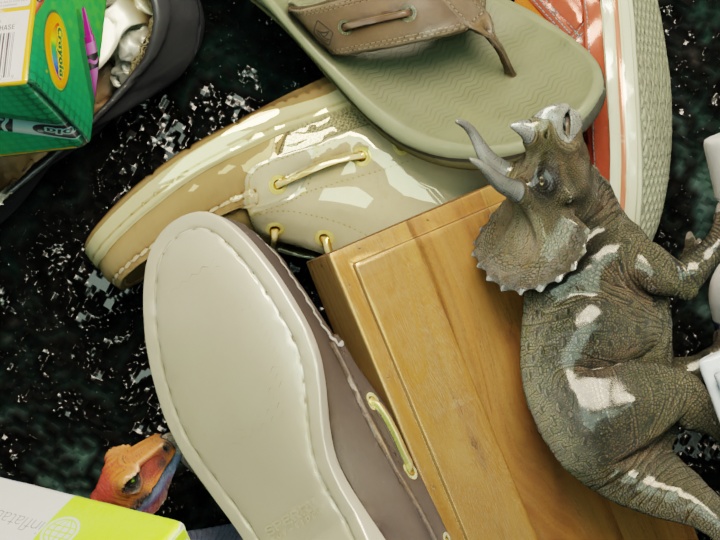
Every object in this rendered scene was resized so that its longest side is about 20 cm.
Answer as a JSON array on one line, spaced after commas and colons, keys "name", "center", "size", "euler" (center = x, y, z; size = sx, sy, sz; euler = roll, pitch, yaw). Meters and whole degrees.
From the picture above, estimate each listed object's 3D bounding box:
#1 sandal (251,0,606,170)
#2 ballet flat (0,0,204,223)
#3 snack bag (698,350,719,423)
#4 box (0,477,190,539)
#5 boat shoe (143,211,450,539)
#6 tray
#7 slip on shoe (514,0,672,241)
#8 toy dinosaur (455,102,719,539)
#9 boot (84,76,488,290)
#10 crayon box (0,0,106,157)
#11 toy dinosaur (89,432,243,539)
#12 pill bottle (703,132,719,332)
[{"name": "sandal", "center": [0.008, -0.111, 0.847], "size": [0.201, 0.057, 0.080], "euler": [37, 72, 15]}, {"name": "ballet flat", "center": [-0.155, -0.066, 0.907], "size": [0.200, 0.073, 0.073], "euler": [-37, 87, 3]}, {"name": "snack bag", "center": [0.244, 0.080, 0.784], "size": [0.200, 0.021, 0.189], "euler": [-24, 96, -10]}, {"name": "box", "center": [-0.135, 0.141, 0.850], "size": [0.200, 0.048, 0.122], "euler": [8, 133, 38]}, {"name": "boat shoe", "center": [-0.018, 0.069, 0.798], "size": [0.072, 0.060, 0.200], "euler": [-30, 84, 29]}, {"name": "tray", "center": [0.064, 0.069, 0.835], "size": [0.099, 0.037, 0.200], "euler": [-23, 93, -18]}, {"name": "slip on shoe", "center": [0.092, -0.103, 0.894], "size": [0.061, 0.074, 0.200], "euler": [-12, 86, 19]}, {"name": "toy dinosaur", "center": [0.098, 0.032, 0.804], "size": [0.102, 0.077, 0.200], "euler": [-12, 93, -10]}, {"name": "boot", "center": [0.000, 0.000, 0.893], "size": [0.200, 0.073, 0.156], "euler": [-27, 87, -6]}, {"name": "crayon box", "center": [-0.207, -0.106, 0.874], "size": [0.200, 0.058, 0.119], "euler": [-5, 64, 18]}, {"name": "toy dinosaur", "center": [-0.012, 0.114, 0.846], "size": [0.181, 0.105, 0.200], "euler": [-10, 54, -26]}, {"name": "pill bottle", "center": [0.207, 0.032, 0.847], "size": [0.120, 0.120, 0.200], "euler": [-15, 93, 4]}]
